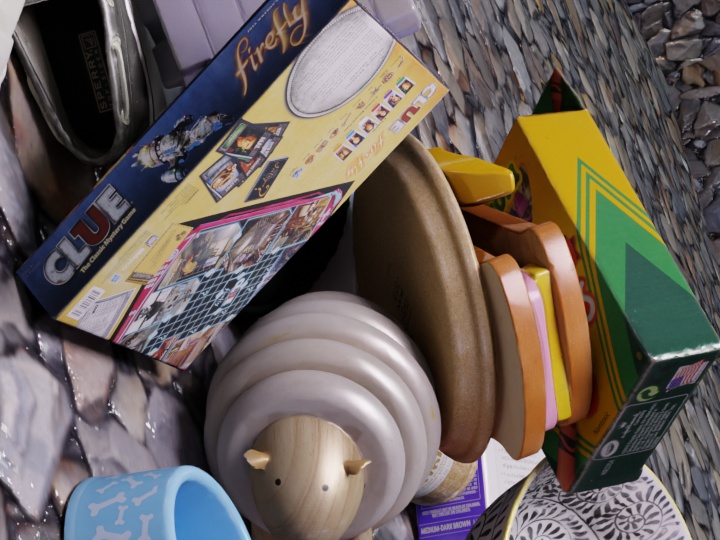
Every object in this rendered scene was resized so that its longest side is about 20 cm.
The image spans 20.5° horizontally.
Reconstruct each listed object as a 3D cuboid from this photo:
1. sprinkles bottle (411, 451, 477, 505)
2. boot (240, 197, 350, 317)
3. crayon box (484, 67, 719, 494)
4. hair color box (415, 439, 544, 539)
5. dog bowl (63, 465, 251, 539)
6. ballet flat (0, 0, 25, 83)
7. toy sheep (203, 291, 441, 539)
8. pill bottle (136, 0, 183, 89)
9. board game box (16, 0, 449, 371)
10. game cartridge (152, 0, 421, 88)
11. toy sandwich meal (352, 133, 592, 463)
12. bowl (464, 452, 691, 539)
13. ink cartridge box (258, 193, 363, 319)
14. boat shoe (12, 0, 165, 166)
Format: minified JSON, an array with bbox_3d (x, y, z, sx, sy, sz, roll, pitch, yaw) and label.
[{"bbox_3d":[0.014,0.104,1.223,0.200,0.068,0.069,27,43,-67],"label":"sprinkles bottle"},{"bbox_3d":[-0.038,-0.086,1.096,0.199,0.073,0.163,-61,163,-12],"label":"boot"},{"bbox_3d":[0.112,0.004,1.098,0.201,0.050,0.127,64,-31,32],"label":"crayon box"},{"bbox_3d":[0.085,0.098,1.369,0.109,0.064,0.202,16,67,-53],"label":"hair color box"},{"bbox_3d":[-0.072,0.179,0.879,0.111,0.049,0.202,34,38,-63],"label":"dog bowl"},{"bbox_3d":[-0.186,-0.144,0.894,0.069,0.069,0.202,29,43,-66],"label":"ballet flat"},{"bbox_3d":[-0.019,0.080,1.046,0.139,0.137,0.200,61,15,-22],"label":"toy sheep"},{"bbox_3d":[-0.114,-0.212,1.132,0.202,0.111,0.112,67,16,-3],"label":"pill bottle"},{"bbox_3d":[-0.057,-0.045,0.956,0.035,0.200,0.135,46,6,25],"label":"board game box"},{"bbox_3d":[-0.058,-0.188,1.028,0.038,0.128,0.202,74,-6,-70],"label":"game cartridge"},{"bbox_3d":[0.056,0.011,1.088,0.205,0.070,0.207,167,-90,-75],"label":"toy sandwich meal"},{"bbox_3d":[0.108,0.204,1.142,0.200,0.094,0.203,17,67,-45],"label":"bowl"},{"bbox_3d":[0.000,0.000,1.266,0.200,0.067,0.118,19,69,-69],"label":"ink cartridge box"},{"bbox_3d":[-0.153,-0.150,1.002,0.064,0.070,0.202,-42,112,-74],"label":"boat shoe"}]
